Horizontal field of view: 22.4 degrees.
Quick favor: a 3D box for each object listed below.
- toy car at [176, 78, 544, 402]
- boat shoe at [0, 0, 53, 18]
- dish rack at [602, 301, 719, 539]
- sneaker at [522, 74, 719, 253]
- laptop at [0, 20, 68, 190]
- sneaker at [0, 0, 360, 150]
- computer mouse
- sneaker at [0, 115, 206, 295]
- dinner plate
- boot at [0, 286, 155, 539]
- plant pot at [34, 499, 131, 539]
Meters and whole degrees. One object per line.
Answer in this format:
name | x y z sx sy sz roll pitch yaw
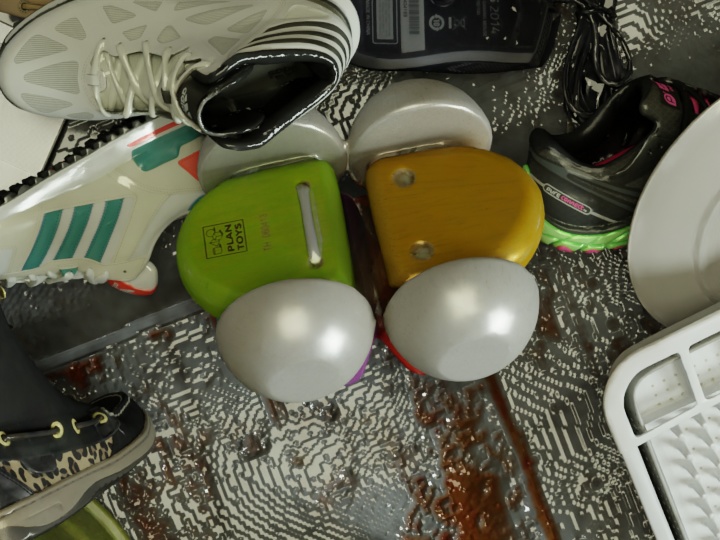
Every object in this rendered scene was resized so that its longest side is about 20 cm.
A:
toy car | 0.000 0.000 1.006 0.199 0.150 0.175 -7 56 -6
boat shoe | -0.110 -0.136 1.037 0.200 0.071 0.065 24 99 3
dish rack | 0.232 0.094 1.037 0.171 0.044 0.200 -26 115 -3
sneaker | 0.184 -0.071 1.025 0.200 0.077 0.084 -18 121 -13
laptop | -0.282 -0.075 1.003 0.200 0.116 0.188 24 90 -3
sneaker | -0.103 -0.107 0.946 0.200 0.115 0.076 -7 113 7
computer mouse | 0.058 -0.150 1.053 0.199 0.053 0.139 4 89 -15
sneaker | -0.161 -0.014 1.024 0.200 0.070 0.094 -32 102 -13
dinner plate | 0.243 -0.033 1.010 0.200 0.024 0.201 -12 130 -14
boot | -0.187 0.057 0.965 0.073 0.200 0.151 -24 95 20
plant pot | -0.216 0.213 0.975 0.200 0.184 0.201 0 91 -2
